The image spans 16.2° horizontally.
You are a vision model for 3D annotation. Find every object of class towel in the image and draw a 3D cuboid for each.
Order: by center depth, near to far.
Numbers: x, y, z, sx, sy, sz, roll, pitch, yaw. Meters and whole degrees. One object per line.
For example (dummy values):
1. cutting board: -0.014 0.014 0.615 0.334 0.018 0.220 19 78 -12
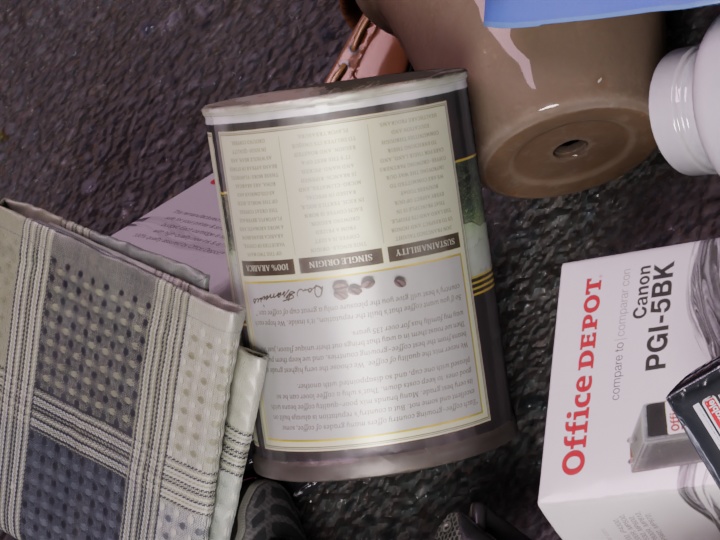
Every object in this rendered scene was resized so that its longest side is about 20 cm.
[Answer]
1. towel: -0.138 0.076 1.384 0.192 0.034 0.201 24 115 35

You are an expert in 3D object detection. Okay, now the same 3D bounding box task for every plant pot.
1. plant pot: 0.100 -0.141 1.450 0.200 0.200 0.175 -27 63 28

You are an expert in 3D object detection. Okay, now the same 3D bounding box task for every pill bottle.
1. pill bottle: 0.248 -0.093 1.297 0.200 0.111 0.111 -6 56 42

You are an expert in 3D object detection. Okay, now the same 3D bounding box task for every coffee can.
1. coffee can: 0.000 0.000 1.367 0.146 0.146 0.201 -1 100 45

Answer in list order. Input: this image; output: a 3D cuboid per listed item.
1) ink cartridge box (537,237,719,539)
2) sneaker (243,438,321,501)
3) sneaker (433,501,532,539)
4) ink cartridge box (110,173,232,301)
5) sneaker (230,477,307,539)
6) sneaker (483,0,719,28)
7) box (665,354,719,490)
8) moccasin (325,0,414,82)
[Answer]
1. ink cartridge box: 0.194 0.061 1.219 0.199 0.083 0.147 -10 53 25
2. sneaker: -0.106 0.121 1.494 0.199 0.072 0.083 -18 27 -4
3. sneaker: 0.029 0.185 1.248 0.199 0.076 0.115 -19 45 30
4. ink cartridge box: -0.099 0.023 1.509 0.200 0.084 0.145 -34 28 -31
5. sneaker: -0.023 0.188 1.376 0.087 0.074 0.200 -34 45 21
6. sneaker: 0.152 -0.174 1.314 0.199 0.078 0.070 -6 9 16
7. box: 0.250 0.097 1.090 0.159 0.200 0.046 -33 -4 22
8. moccasin: 0.016 -0.166 1.606 0.077 0.074 0.202 17 75 7
